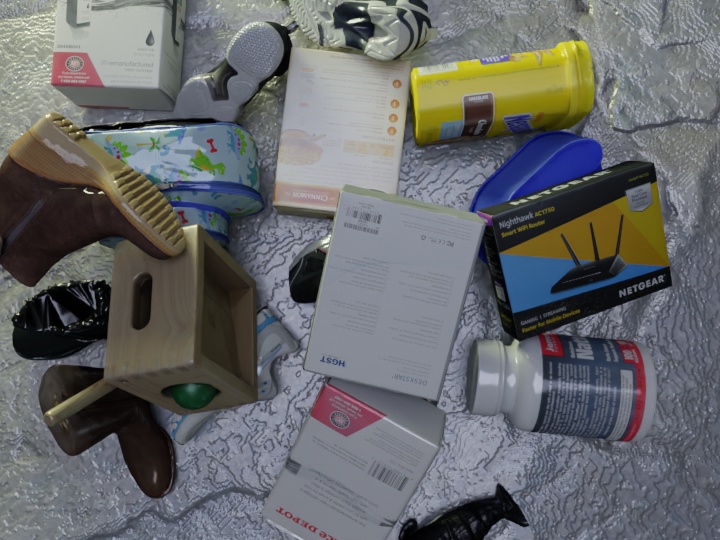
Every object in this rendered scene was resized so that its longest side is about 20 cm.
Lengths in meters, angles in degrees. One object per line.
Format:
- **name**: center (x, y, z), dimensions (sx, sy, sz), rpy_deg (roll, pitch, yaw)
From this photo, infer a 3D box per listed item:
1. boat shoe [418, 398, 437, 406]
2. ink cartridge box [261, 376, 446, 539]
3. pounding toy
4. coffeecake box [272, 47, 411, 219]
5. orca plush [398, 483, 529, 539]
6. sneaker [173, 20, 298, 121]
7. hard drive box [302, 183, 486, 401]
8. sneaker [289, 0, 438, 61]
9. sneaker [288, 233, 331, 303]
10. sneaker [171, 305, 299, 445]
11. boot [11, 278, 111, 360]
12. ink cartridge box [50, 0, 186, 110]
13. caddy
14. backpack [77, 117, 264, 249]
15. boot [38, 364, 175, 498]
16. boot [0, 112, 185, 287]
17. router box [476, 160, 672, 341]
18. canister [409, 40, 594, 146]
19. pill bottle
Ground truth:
- **boat shoe**: center (0.064, 0.095, 0.829), dimensions (0.062, 0.071, 0.202), rpy_deg (-3, 83, 11)
- **ink cartridge box**: center (-0.009, 0.227, 0.781), dimensions (0.146, 0.083, 0.201), rpy_deg (28, 111, 4)
- **pounding toy**: center (-0.212, 0.078, 0.722), dimensions (0.141, 0.184, 0.201), rpy_deg (-11, 63, 12)
- **coffeecake box**: center (-0.022, -0.167, 0.850), dimensions (0.152, 0.073, 0.202), rpy_deg (7, 86, 0)
- **orca plush**: center (0.113, 0.347, 0.806), dimensions (0.199, 0.071, 0.106), rpy_deg (-23, 85, 0)
- **sneaker**: center (-0.153, -0.249, 0.863), dimensions (0.200, 0.114, 0.076), rpy_deg (-33, 103, 33)
- **hard drive box**: center (0.033, 0.022, 0.726), dimensions (0.155, 0.077, 0.201), rpy_deg (13, 103, 0)
- **sneaker**: center (0.013, -0.327, 0.854), dimensions (0.198, 0.129, 0.080), rpy_deg (26, 122, 32)
- **sneaker**: center (0.000, 0.000, 0.803), dimensions (0.199, 0.080, 0.087), rpy_deg (-23, 40, 17)
- **sneaker**: center (-0.153, 0.147, 0.833), dimensions (0.087, 0.075, 0.200), rpy_deg (40, 88, -1)
- **boot**: center (-0.357, 0.061, 0.798), dimensions (0.197, 0.162, 0.074), rpy_deg (-13, 84, 1)
- **ink cartridge box**: center (-0.310, -0.321, 0.867), dimensions (0.144, 0.085, 0.202), rpy_deg (2, 84, 2)
- **caddy**: center (0.228, -0.080, 0.823), dimensions (0.200, 0.105, 0.142), rpy_deg (-42, 109, -2)
- **backpack**: center (-0.217, -0.093, 0.797), dimensions (0.198, 0.183, 0.148), rpy_deg (-8, 85, 0)
- **boot**: center (-0.288, 0.194, 0.766), dimensions (0.064, 0.200, 0.188), rpy_deg (-20, 85, 0)
- **boot**: center (-0.293, -0.042, 0.690), dimensions (0.200, 0.072, 0.166), rpy_deg (42, 109, -1)
- **router box**: center (0.243, -0.024, 0.754), dimensions (0.199, 0.051, 0.150), rpy_deg (-19, 105, -9)
- **canister**: center (0.163, -0.209, 0.812), dimensions (0.198, 0.149, 0.087), rpy_deg (-7, 90, 3)
- **pill bottle**: center (0.233, 0.135, 0.795), dimensions (0.198, 0.120, 0.121), rpy_deg (5, 86, 2)
